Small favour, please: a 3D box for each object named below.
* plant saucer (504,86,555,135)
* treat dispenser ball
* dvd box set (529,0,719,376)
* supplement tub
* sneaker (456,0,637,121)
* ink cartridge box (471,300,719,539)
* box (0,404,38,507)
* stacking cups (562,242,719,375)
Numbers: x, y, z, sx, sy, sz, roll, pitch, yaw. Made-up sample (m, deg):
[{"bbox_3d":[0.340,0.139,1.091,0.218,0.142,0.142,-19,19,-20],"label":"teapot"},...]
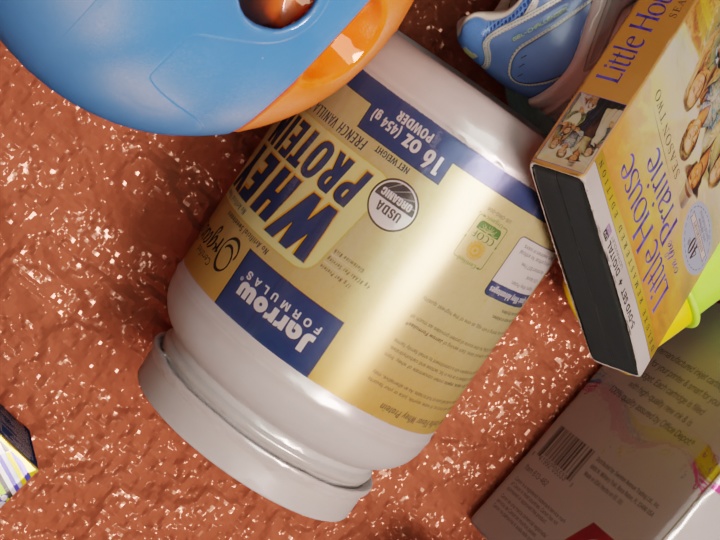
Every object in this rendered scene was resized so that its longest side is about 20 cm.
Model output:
[{"bbox_3d":[0.159,-0.117,0.889,0.199,0.039,0.203,-4,103,-17],"label":"plant saucer"},{"bbox_3d":[-0.067,-0.155,0.698,0.199,0.201,0.203,-4,103,-16],"label":"treat dispenser ball"},{"bbox_3d":[0.150,-0.072,0.787,0.201,0.029,0.147,-55,144,-24],"label":"dvd box set"},{"bbox_3d":[0.000,0.000,0.804,0.144,0.144,0.201,31,99,-21],"label":"supplement tub"},{"bbox_3d":[0.111,-0.171,0.801,0.077,0.076,0.201,24,84,-9],"label":"sneaker"},{"bbox_3d":[0.171,0.101,0.883,0.083,0.146,0.200,42,88,-22],"label":"ink cartridge box"},{"bbox_3d":[-0.241,0.039,0.788,0.070,0.064,0.200,-43,110,-4],"label":"box"},{"bbox_3d":[0.199,-0.024,0.872,0.199,0.060,0.061,-32,109,-10],"label":"stacking cups"}]
